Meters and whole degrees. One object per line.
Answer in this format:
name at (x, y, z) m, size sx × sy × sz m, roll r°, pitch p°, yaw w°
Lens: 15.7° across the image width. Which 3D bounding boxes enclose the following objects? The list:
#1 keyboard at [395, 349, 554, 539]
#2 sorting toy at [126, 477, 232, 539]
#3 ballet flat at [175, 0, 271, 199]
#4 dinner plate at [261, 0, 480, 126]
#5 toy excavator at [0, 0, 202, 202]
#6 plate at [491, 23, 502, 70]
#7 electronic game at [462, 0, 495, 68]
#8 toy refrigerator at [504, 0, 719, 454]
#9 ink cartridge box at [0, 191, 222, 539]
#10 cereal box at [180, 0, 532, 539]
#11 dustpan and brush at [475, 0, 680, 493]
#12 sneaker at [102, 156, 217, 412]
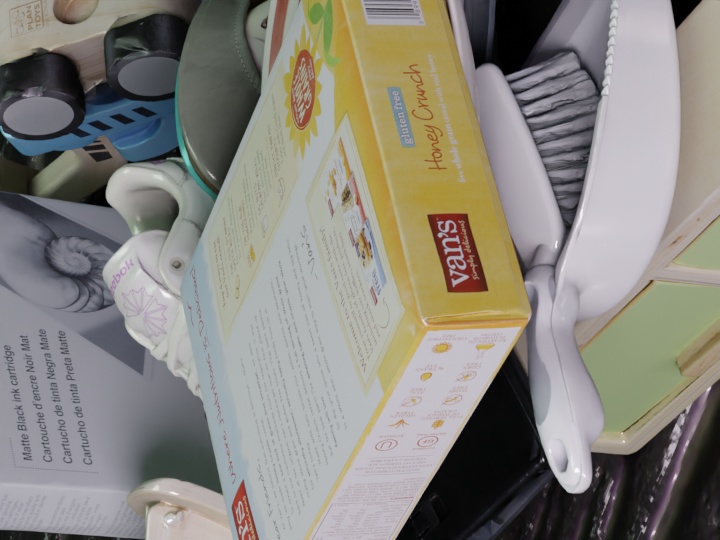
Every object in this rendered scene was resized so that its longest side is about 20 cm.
keyboard at (0.008, 0.025, 0.956) m, size 0.104 × 0.040 × 0.200 m, roll -45°, pitch 51°, yaw 24°
sorting toy at (-0.071, 0.202, 1.183) m, size 0.180 × 0.107 × 0.200 m, roll 156°, pitch 116°, yaw -68°
ballet flat at (-0.028, -0.106, 1.078) m, size 0.064 × 0.067 × 0.200 m, roll -32°, pitch 25°, yaw 30°
dinner plate at (0.005, -0.045, 0.891) m, size 0.200 × 0.024 × 0.201 m, roll 178°, pitch 90°, yaw -68°
toy excavator at (-0.143, -0.088, 1.388) m, size 0.194 × 0.200 × 0.100 m, roll -16°, pitch 60°, yaw 14°
plate at (0.018, -0.019, 1.115) m, size 0.200 × 0.032 × 0.200 m, roll -42°, pitch 48°, yaw 53°
electronic game at (0.017, -0.141, 0.966) m, size 0.200 × 0.042 × 0.200 m, roll 174°, pitch 90°, yaw -78°
toy refrigerator at (0.107, -0.008, 0.887) m, size 0.200 × 0.076 × 0.070 m, roll -49°, pitch 43°, yaw 48°
ink cartridge box at (-0.157, 0.042, 1.264) m, size 0.041 × 0.200 × 0.200 m, roll -61°, pitch 35°, yaw 38°
cereal box at (-0.008, 0.010, 0.844) m, size 0.200 × 0.039 × 0.144 m, roll 117°, pitch 145°, yaw -53°
dustpan and brush at (0.062, -0.011, 0.824) m, size 0.140 × 0.057 × 0.200 m, roll -58°, pitch 36°, yaw 41°
sneaker at (-0.052, 0.036, 1.029) m, size 0.075 × 0.099 × 0.200 m, roll -56°, pitch 39°, yaw 38°
